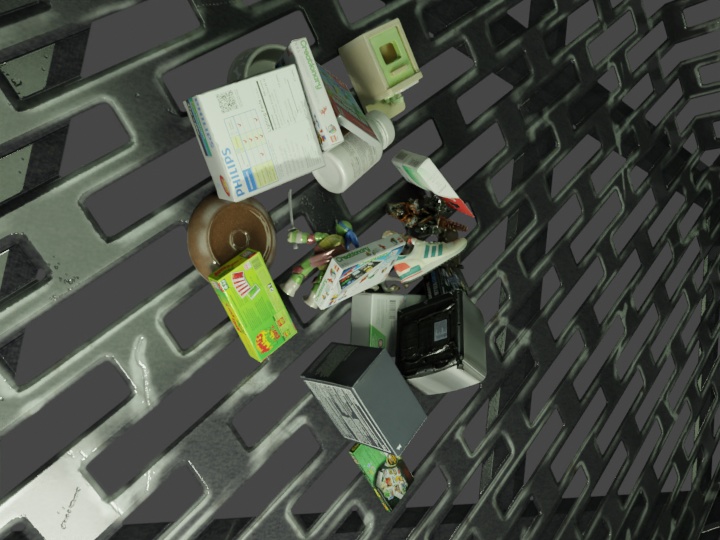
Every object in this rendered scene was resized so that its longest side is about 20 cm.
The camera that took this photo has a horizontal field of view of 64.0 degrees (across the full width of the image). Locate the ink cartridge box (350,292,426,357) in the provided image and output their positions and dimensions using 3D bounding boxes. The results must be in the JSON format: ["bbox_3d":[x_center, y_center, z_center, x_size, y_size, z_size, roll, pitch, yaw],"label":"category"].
[{"bbox_3d":[0.076,0.130,1.377,0.197,0.087,0.148,4,87,-37],"label":"ink cartridge box"}]

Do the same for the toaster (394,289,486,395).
[{"bbox_3d":[0.172,0.165,1.251,0.118,0.179,0.203,36,45,-36],"label":"toaster"}]

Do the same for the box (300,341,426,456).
[{"bbox_3d":[0.007,0.273,1.248,0.123,0.197,0.202,-44,114,-29],"label":"box"}]

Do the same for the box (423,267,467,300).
[{"bbox_3d":[0.219,0.058,1.446,0.159,0.046,0.202,44,25,-29],"label":"box"}]

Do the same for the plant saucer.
[{"bbox_3d":[-0.248,-0.062,1.160,0.198,0.036,0.205,2,87,-37],"label":"plant saucer"}]

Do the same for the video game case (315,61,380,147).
[{"bbox_3d":[-0.040,-0.356,1.216,0.142,0.017,0.202,20,36,-51],"label":"video game case"}]

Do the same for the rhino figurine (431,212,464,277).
[{"bbox_3d":[0.222,-0.056,1.468,0.087,0.059,0.202,37,33,-29],"label":"rhino figurine"}]

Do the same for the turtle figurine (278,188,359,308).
[{"bbox_3d":[-0.098,-0.034,1.254,0.196,0.199,0.144,-59,153,3],"label":"turtle figurine"}]

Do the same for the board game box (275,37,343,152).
[{"bbox_3d":[-0.103,-0.332,1.132,0.034,0.126,0.203,-24,98,-21],"label":"board game box"}]

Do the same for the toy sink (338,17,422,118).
[{"bbox_3d":[0.060,-0.466,1.365,0.130,0.111,0.202,-36,110,-32],"label":"toy sink"}]

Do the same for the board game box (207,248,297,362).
[{"bbox_3d":[-0.212,0.070,1.149,0.101,0.047,0.202,-38,122,-28],"label":"board game box"}]

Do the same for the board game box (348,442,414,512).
[{"bbox_3d":[0.054,0.472,1.389,0.105,0.023,0.202,-41,113,-29],"label":"board game box"}]

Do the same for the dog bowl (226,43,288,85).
[{"bbox_3d":[-0.178,-0.377,1.210,0.197,0.058,0.204,1,89,-38],"label":"dog bowl"}]

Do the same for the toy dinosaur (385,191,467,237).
[{"bbox_3d":[0.164,-0.134,1.405,0.196,0.136,0.104,-7,93,-5],"label":"toy dinosaur"}]

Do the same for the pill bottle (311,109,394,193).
[{"bbox_3d":[-0.014,-0.275,1.300,0.200,0.113,0.115,-45,114,-30],"label":"pill bottle"}]

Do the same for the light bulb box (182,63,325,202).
[{"bbox_3d":[-0.199,-0.259,1.091,0.198,0.124,0.201,-26,110,-23],"label":"light bulb box"}]

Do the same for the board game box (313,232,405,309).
[{"bbox_3d":[0.000,0.000,1.208,0.198,0.127,0.035,-23,61,-43],"label":"board game box"}]

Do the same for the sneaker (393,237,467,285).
[{"bbox_3d":[0.161,-0.048,1.359,0.198,0.070,0.094,-29,86,-15],"label":"sneaker"}]

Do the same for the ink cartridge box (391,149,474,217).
[{"bbox_3d":[0.175,-0.202,1.417,0.050,0.161,0.200,-43,117,-2],"label":"ink cartridge box"}]

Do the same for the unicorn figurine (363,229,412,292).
[{"bbox_3d":[0.059,-0.005,1.385,0.136,0.074,0.203,24,60,-25],"label":"unicorn figurine"}]
